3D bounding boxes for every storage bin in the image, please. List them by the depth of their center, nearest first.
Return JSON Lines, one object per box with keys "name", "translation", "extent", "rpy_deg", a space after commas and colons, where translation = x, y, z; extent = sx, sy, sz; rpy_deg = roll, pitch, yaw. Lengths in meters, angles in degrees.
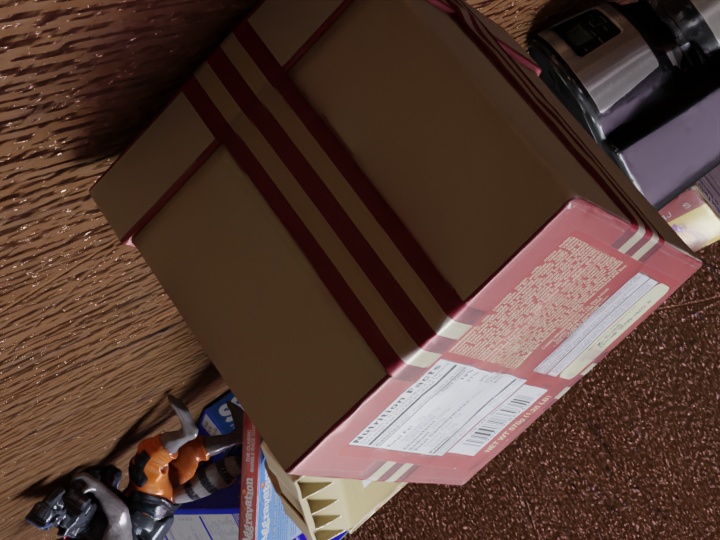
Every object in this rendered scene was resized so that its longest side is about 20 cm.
{"name": "storage bin", "translation": [0.010, 0.086, 1.102], "extent": [0.199, 0.094, 0.200], "rpy_deg": [-40, 161, -14]}

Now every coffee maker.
{"name": "coffee maker", "translation": [0.238, -0.129, 1.014], "extent": [0.200, 0.192, 0.135], "rpy_deg": [-35, -167, 5]}

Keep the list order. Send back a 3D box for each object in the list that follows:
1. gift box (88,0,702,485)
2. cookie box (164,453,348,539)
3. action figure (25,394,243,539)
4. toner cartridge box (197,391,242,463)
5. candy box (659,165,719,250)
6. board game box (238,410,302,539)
{"name": "gift box", "translation": [0.014, -0.021, 0.678], "extent": [0.185, 0.187, 0.200], "rpy_deg": [-42, 155, 12]}
{"name": "cookie box", "translation": [-0.082, 0.206, 1.448], "extent": [0.200, 0.075, 0.171], "rpy_deg": [-8, -158, 42]}
{"name": "action figure", "translation": [-0.182, 0.190, 1.224], "extent": [0.194, 0.105, 0.200], "rpy_deg": [-50, 172, 9]}
{"name": "toner cartridge box", "translation": [-0.061, 0.105, 1.440], "extent": [0.200, 0.043, 0.095], "rpy_deg": [-34, 171, -22]}
{"name": "candy box", "translation": [0.217, -0.084, 1.170], "extent": [0.117, 0.056, 0.200], "rpy_deg": [-28, -150, 30]}
{"name": "board game box", "translation": [-0.062, 0.127, 1.226], "extent": [0.103, 0.019, 0.200], "rpy_deg": [-23, 120, -61]}
